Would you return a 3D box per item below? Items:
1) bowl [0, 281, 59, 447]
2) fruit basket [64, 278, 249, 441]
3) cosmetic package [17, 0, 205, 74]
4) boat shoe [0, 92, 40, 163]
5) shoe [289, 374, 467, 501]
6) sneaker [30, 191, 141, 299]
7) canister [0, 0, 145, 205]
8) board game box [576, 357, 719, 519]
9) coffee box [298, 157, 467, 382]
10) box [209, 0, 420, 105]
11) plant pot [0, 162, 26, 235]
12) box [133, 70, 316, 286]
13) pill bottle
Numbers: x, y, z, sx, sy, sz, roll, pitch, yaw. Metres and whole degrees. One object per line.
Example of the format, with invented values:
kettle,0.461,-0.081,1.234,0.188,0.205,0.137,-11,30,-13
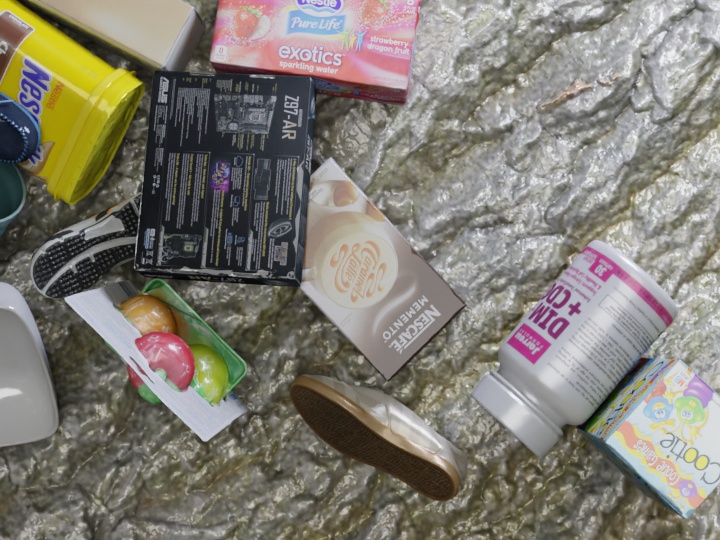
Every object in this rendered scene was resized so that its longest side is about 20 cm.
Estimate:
bowl,-0.403,0.086,1.447,0.198,0.201,0.075,-7,44,-1
fruit basket,-0.194,0.088,1.420,0.185,0.200,0.094,45,104,2
cosmetic package,-0.263,-0.270,1.484,0.199,0.105,0.071,28,88,1
boat shoe,-0.409,-0.149,1.419,0.199,0.069,0.085,20,114,7
shoe,0.019,0.161,1.487,0.199,0.070,0.053,32,46,6
sneaker,-0.245,-0.038,1.490,0.199,0.080,0.074,-22,107,-18
canister,-0.333,-0.180,1.468,0.199,0.087,0.149,34,122,2
board game box,0.288,0.154,1.404,0.105,0.200,0.103,43,89,2
coffee box,0.000,0.000,1.477,0.114,0.080,0.200,-44,87,-1
box,-0.043,-0.236,1.481,0.199,0.095,0.103,9,87,2
plant pot,-0.448,-0.061,1.448,0.200,0.200,0.135,36,115,2
box,-0.130,-0.090,1.431,0.159,0.044,0.202,3,81,6
pill bottle,0.208,0.079,1.452,0.113,0.113,0.200,41,89,3
